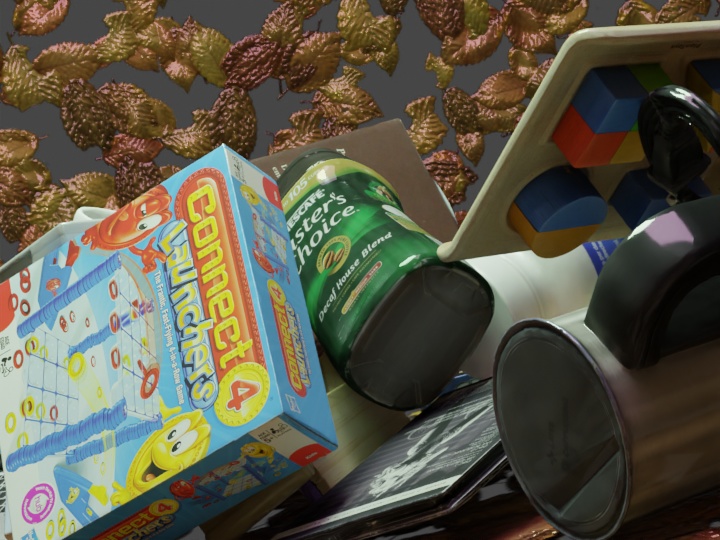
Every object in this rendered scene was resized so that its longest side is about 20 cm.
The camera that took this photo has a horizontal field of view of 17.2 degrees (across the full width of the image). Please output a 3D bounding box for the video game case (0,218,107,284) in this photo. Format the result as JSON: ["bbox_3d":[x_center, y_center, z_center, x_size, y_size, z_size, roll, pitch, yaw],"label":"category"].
[{"bbox_3d":[-0.168,-0.003,1.576,0.143,0.017,0.200,-6,-12,-30],"label":"video game case"}]

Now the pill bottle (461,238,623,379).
[{"bbox_3d":[0.139,-0.003,1.583,0.200,0.112,0.112,-26,11,-38],"label":"pill bottle"}]

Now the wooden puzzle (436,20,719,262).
[{"bbox_3d":[0.161,-0.068,1.399,0.185,0.046,0.200,-8,-35,-38],"label":"wooden puzzle"}]

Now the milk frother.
[{"bbox_3d":[0.153,0.014,1.247,0.188,0.181,0.200,-16,28,-28],"label":"milk frother"}]

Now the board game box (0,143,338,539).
[{"bbox_3d":[-0.124,0.058,1.405,0.196,0.200,0.056,-31,-39,21],"label":"board game box"}]

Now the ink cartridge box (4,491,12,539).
[{"bbox_3d":[-0.176,0.094,1.606,0.119,0.042,0.200,-14,45,11],"label":"ink cartridge box"}]

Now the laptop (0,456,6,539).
[{"bbox_3d":[-0.284,0.113,1.697,0.187,0.116,0.200,-12,21,31],"label":"laptop"}]

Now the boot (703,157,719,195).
[{"bbox_3d":[0.260,-0.085,1.550,0.200,0.070,0.146,-3,22,26],"label":"boot"}]

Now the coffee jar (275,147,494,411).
[{"bbox_3d":[0.000,0.000,1.516,0.085,0.104,0.200,31,9,-32],"label":"coffee jar"}]

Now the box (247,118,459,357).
[{"bbox_3d":[-0.041,0.004,1.940,0.200,0.166,0.164,-17,-19,-32],"label":"box"}]

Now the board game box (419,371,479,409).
[{"bbox_3d":[0.107,0.071,1.757,0.135,0.035,0.200,-15,5,-8],"label":"board game box"}]

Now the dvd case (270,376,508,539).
[{"bbox_3d":[0.049,0.101,1.354,0.149,0.016,0.200,-23,9,42],"label":"dvd case"}]

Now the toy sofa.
[{"bbox_3d":[-0.036,0.117,1.489,0.083,0.098,0.200,-39,-4,20],"label":"toy sofa"}]

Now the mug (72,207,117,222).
[{"bbox_3d":[-0.142,0.066,1.783,0.200,0.176,0.148,18,6,1],"label":"mug"}]
